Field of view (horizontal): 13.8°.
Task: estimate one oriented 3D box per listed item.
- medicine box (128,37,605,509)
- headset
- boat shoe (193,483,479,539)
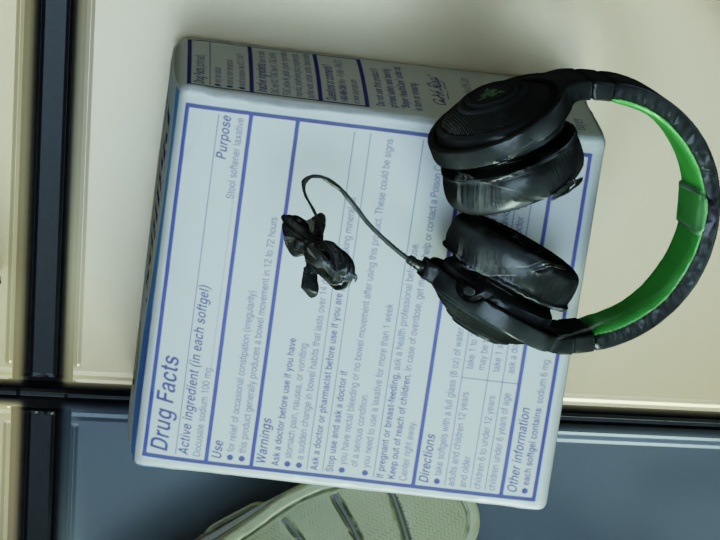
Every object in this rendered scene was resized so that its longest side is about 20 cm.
[{"bbox_3d":[0.000,0.000,1.386,0.199,0.103,0.183,7,107,-5],"label":"medicine box"},{"bbox_3d":[0.065,-0.020,1.281,0.199,0.094,0.124,-3,108,-15],"label":"headset"},{"bbox_3d":[-0.038,0.140,1.448,0.199,0.068,0.075,-22,100,5],"label":"boat shoe"}]
